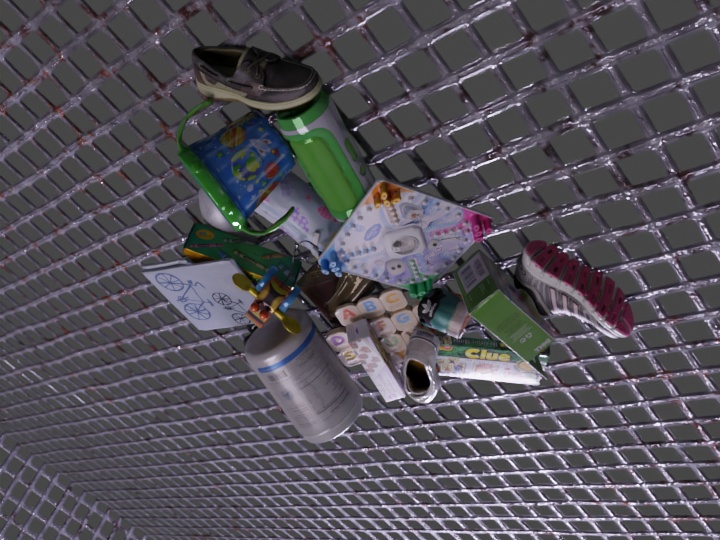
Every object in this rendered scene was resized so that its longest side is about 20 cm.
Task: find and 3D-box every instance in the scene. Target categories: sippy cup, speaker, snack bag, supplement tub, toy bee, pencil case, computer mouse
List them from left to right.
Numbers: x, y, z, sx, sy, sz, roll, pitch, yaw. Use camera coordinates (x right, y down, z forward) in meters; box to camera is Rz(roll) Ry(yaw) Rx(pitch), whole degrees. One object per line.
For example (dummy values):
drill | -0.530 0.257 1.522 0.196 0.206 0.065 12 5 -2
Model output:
snack bag | -0.254 0.039 1.426 0.197 0.022 0.189 -7 139 27
computer mouse | -0.222 -0.062 1.430 0.108 0.044 0.201 -5 134 37
sippy cup | -0.166 -0.149 1.154 0.140 0.130 0.179 44 171 45
toy bee | -0.147 0.040 1.288 0.129 0.109 0.202 26 138 14
pencil case | -0.113 -0.102 1.275 0.199 0.092 0.083 37 147 -14
supplement tub | -0.096 0.178 1.404 0.130 0.133 0.202 -10 123 39
speaker | -0.041 -0.157 1.167 0.087 0.089 0.201 -3 136 33

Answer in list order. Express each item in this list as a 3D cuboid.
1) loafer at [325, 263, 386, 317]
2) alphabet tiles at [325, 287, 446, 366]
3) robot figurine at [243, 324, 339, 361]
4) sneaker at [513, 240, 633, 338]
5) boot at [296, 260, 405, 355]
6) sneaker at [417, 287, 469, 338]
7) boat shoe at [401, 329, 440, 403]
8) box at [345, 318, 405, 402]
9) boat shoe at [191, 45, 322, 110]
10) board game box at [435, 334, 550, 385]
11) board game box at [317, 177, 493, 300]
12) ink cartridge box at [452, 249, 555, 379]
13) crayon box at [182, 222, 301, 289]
loafer | 0.000 0.000 1.343 0.068 0.076 0.200 49 125 9
alphabet tiles | 0.046 0.106 1.383 0.197 0.015 0.197 -19 136 13
robot figurine | -0.128 0.159 1.537 0.200 0.152 0.124 43 158 -29
sneaker | 0.307 0.038 1.209 0.198 0.074 0.088 34 144 -2
boot | 0.000 0.062 1.442 0.184 0.065 0.202 -15 120 30
sneaker | 0.134 0.060 1.290 0.079 0.072 0.200 25 -179 11
boat shoe | 0.099 0.183 1.400 0.070 0.071 0.202 18 145 11
box | 0.027 0.155 1.393 0.038 0.042 0.201 -18 137 10
boat shoe | -0.146 -0.266 1.107 0.197 0.073 0.066 11 148 26
board game box | 0.217 0.153 1.409 0.196 0.024 0.106 5 141 4
board game box | 0.065 -0.036 1.213 0.197 0.026 0.200 16 137 -25
ink cartridge box | 0.231 0.067 1.241 0.059 0.105 0.199 -41 122 18
crayon box | -0.209 0.003 1.427 0.197 0.059 0.119 20 146 -4
